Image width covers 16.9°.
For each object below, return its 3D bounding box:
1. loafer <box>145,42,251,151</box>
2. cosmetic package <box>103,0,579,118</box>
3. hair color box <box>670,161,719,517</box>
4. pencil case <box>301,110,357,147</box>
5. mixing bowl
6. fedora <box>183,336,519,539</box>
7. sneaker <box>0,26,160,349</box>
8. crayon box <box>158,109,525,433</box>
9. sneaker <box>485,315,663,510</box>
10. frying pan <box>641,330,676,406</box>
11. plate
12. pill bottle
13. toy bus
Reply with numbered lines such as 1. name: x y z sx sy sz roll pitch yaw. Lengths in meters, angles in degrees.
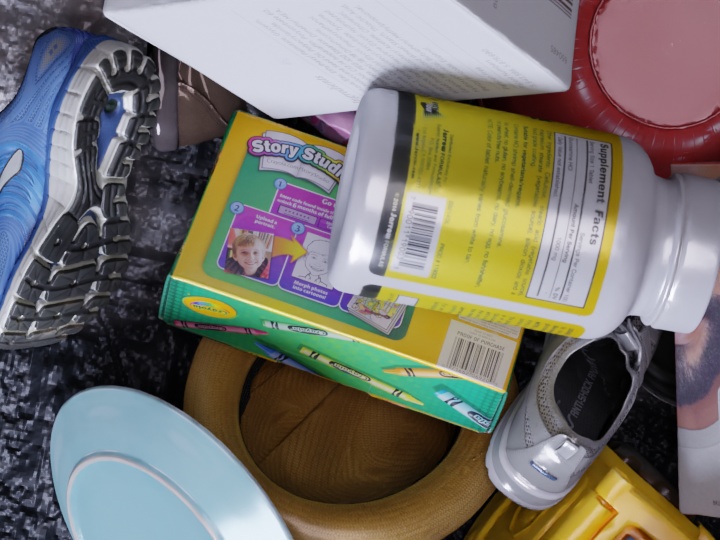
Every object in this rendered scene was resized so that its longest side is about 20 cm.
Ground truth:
1. loafer: -0.087 -0.169 1.405 0.071 0.073 0.200 2 103 -10
2. cosmetic package: -0.002 -0.190 1.287 0.200 0.165 0.165 -4 71 33
3. hair color box: 0.231 0.038 1.342 0.064 0.111 0.201 -2 92 -35
4. pencil case: 0.036 -0.160 1.406 0.087 0.087 0.200 27 90 -6
5. mixing bowl: 0.170 -0.129 1.407 0.200 0.108 0.201 0 94 -6
6. fedora: -0.008 0.091 1.400 0.200 0.082 0.201 4 60 -7
7. sneaker: -0.179 -0.048 1.403 0.078 0.089 0.200 1 114 -47
8. crayon box: 0.000 0.000 1.369 0.200 0.058 0.119 19 59 1
9. sneaker: 0.142 0.043 1.371 0.075 0.082 0.200 30 59 -12
10. frying pan: 0.227 -0.003 1.458 0.115 0.031 0.190 39 83 -7
11. plate: -0.109 0.156 1.365 0.026 0.200 0.200 -38 97 -39
12. pill bottle: 0.089 -0.026 1.301 0.200 0.112 0.113 11 92 -5
13. toy bus: 0.170 0.200 1.386 0.200 0.192 0.136 43 88 -8
